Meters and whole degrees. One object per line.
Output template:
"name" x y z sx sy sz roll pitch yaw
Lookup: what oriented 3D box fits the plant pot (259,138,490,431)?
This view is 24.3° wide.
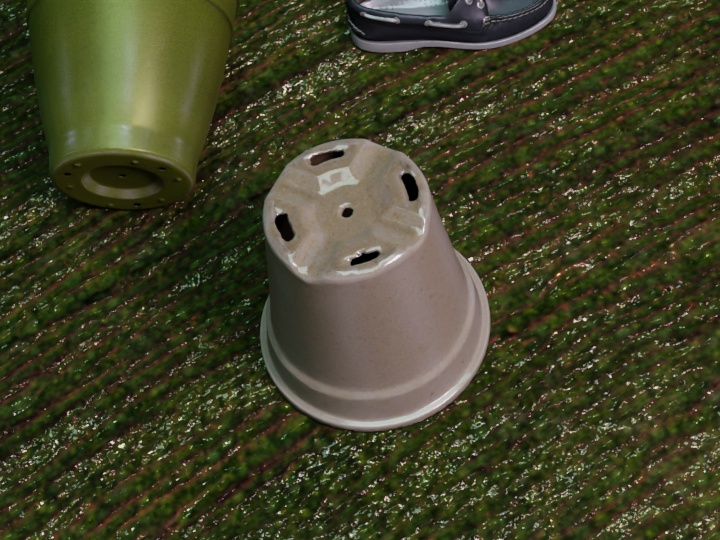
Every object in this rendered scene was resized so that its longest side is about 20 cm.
"plant pot" 0.000 0.000 1.354 0.199 0.184 0.202 -4 58 7

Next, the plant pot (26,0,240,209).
"plant pot" -0.210 -0.165 1.504 0.199 0.201 0.194 -2 69 8

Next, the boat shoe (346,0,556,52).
"boat shoe" 0.085 -0.250 1.572 0.198 0.060 0.076 -11 57 2
